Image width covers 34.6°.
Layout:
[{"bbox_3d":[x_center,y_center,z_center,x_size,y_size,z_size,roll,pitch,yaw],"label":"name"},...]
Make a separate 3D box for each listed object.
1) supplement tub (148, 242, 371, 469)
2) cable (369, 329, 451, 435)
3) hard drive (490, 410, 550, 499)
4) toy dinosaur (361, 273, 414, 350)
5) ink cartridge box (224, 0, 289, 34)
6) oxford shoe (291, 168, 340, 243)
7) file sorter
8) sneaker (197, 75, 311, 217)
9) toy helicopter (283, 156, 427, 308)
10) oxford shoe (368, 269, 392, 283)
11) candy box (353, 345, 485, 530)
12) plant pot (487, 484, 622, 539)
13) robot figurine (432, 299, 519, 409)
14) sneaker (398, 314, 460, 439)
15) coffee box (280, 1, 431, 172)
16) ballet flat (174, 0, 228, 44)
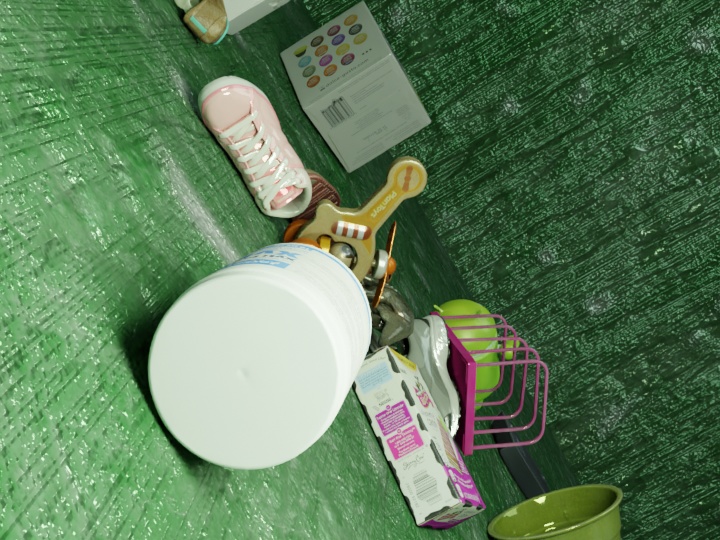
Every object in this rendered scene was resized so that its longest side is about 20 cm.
[{"bbox_3d":[-0.064,0.053,0.825,0.132,0.132,0.200,60,8,-3],"label":"supplement tub"},{"bbox_3d":[0.070,0.162,1.520,0.201,0.050,0.097,65,12,24],"label":"cable"},{"bbox_3d":[0.324,0.389,2.301,0.200,0.042,0.135,57,9,-24],"label":"hard drive"},{"bbox_3d":[0.029,0.047,1.443,0.102,0.077,0.200,22,5,-26],"label":"toy dinosaur"},{"bbox_3d":[-0.197,-0.481,1.744,0.201,0.146,0.147,60,8,-5],"label":"ink cartridge box"},{"bbox_3d":[-0.067,-0.092,1.526,0.075,0.070,0.200,60,-3,23],"label":"oxford shoe"},{"bbox_3d":[0.183,0.156,1.680,0.200,0.125,0.140,-124,-147,-68],"label":"file sorter"},{"bbox_3d":[-0.113,-0.135,1.338,0.105,0.075,0.200,60,2,36],"label":"sneaker"},{"bbox_3d":[0.009,-0.046,1.343,0.132,0.200,0.079,39,15,-17],"label":"toy helicopter"},{"bbox_3d":[0.000,0.000,1.588,0.072,0.071,0.200,63,10,6],"label":"oxford shoe"},{"bbox_3d":[0.066,0.198,1.352,0.201,0.061,0.136,63,9,20],"label":"candy box"},{"bbox_3d":[0.302,0.432,1.652,0.200,0.199,0.191,-34,108,-82],"label":"plant pot"},{"bbox_3d":[0.163,0.132,1.849,0.116,0.174,0.201,-70,158,-45],"label":"robot figurine"},{"bbox_3d":[0.090,0.161,1.624,0.074,0.079,0.201,121,-37,-59],"label":"sneaker"},{"bbox_3d":[-0.010,-0.360,2.272,0.200,0.199,0.198,51,12,-45],"label":"coffee box"},{"bbox_3d":[-0.226,-0.378,1.573,0.072,0.068,0.201,31,29,-33],"label":"ballet flat"}]
